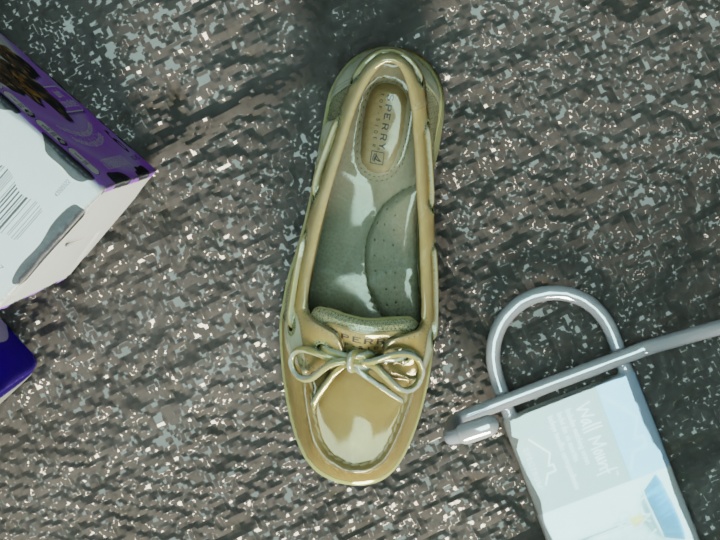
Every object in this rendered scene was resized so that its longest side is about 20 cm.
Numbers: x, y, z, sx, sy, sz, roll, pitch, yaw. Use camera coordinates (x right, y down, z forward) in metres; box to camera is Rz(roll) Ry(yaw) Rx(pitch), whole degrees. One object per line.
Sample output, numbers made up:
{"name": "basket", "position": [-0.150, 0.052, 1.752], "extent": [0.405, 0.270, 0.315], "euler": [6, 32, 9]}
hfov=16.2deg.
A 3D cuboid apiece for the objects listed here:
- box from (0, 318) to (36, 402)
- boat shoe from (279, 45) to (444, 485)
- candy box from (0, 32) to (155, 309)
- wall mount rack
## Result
{"name": "box", "position": [-0.251, 0.008, 1.091], "extent": [0.105, 0.184, 0.200], "euler": [-40, 93, 4]}
{"name": "boat shoe", "position": [0.003, 0.000, 1.136], "extent": [0.073, 0.063, 0.201], "euler": [10, 95, 2]}
{"name": "candy box", "position": [-0.193, -0.080, 1.087], "extent": [0.200, 0.168, 0.072], "euler": [42, 95, -1]}
{"name": "wall mount rack", "position": [0.138, 0.095, 1.133], "extent": [0.173, 0.075, 0.201], "euler": [-21, 94, 3]}
